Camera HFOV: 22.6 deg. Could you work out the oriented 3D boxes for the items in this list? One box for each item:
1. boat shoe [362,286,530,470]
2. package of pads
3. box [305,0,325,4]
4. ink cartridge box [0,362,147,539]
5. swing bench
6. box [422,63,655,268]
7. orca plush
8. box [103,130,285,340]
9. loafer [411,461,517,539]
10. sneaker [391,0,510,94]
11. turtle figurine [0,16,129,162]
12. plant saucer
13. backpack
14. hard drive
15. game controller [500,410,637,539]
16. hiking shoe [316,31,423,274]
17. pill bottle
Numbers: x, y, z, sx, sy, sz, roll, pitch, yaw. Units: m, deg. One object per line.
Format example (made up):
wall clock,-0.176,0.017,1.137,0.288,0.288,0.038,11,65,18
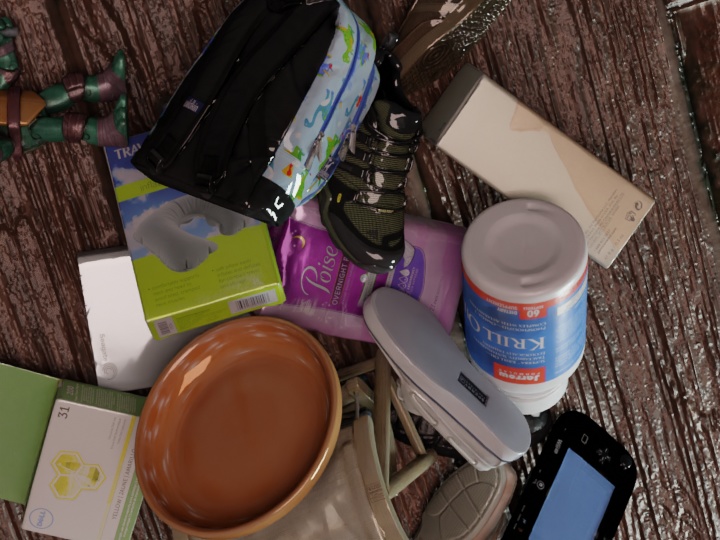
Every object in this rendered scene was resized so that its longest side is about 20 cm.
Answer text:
boat shoe,0.063,0.103,1.602,0.200,0.074,0.065,49,128,-8
package of pads,0.000,0.000,1.628,0.198,0.076,0.122,12,98,-22
box,0.002,-0.310,1.508,0.135,0.201,0.038,-10,138,-5
ink cartridge box,-0.291,0.167,1.650,0.198,0.048,0.147,14,113,-13
swing bench,-0.051,0.191,1.596,0.197,0.200,0.131,-21,106,16
box,0.158,-0.095,1.631,0.199,0.095,0.078,34,97,-15
orca plush,0.088,0.137,1.691,0.198,0.071,0.106,22,100,-12
box,-0.147,-0.052,1.566,0.121,0.048,0.202,-16,66,-3
loafer,0.091,0.258,1.722,0.062,0.072,0.201,19,116,-37
sneaker,0.080,-0.244,1.605,0.200,0.070,0.076,-45,67,18
turtle figurine,-0.301,-0.143,1.560,0.198,0.101,0.151,-3,64,-8
plant saucer,-0.101,0.136,1.536,0.200,0.201,0.037,-40,140,4
backpack,-0.072,-0.143,1.495,0.153,0.162,0.202,20,89,-49
hard drive,-0.152,0.034,1.658,0.198,0.027,0.133,-8,105,-5
game controller,0.193,0.228,1.687,0.104,0.042,0.201,45,52,-21
hiking shoe,0.011,-0.100,1.546,0.075,0.101,0.202,1,71,-27
pill bottle,0.148,0.040,1.616,0.111,0.113,0.201,-13,141,-4
